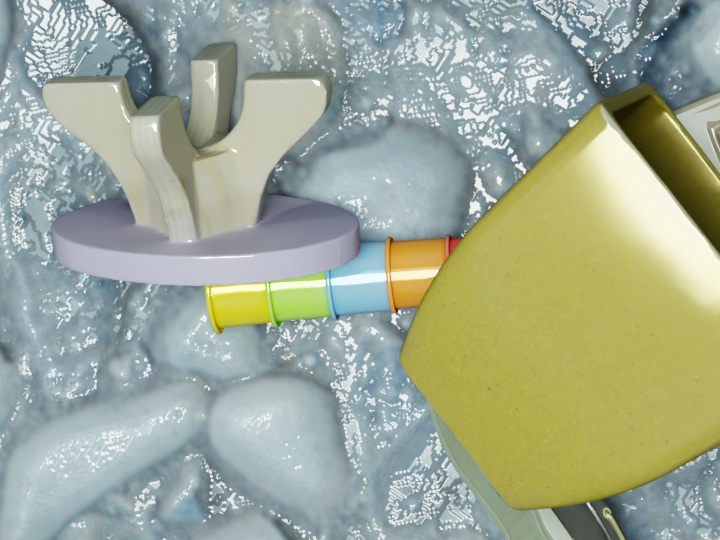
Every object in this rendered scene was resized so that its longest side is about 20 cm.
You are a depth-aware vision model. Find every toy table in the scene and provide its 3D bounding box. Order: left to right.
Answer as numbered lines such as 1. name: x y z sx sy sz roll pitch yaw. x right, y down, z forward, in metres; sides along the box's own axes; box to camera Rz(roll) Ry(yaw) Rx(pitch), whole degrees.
1. toy table: -0.103 -0.067 1.380 0.199 0.184 0.118 -3 110 2

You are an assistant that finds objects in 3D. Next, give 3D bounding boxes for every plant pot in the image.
1. plant pot: 0.139 0.030 1.288 0.200 0.194 0.196 -38 87 17

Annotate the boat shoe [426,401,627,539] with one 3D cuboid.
1. boat shoe: 0.108 0.125 1.405 0.060 0.072 0.202 -19 75 -34

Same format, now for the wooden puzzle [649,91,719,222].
1. wooden puzzle: 0.242 -0.019 1.380 0.199 0.046 0.186 -22 90 10

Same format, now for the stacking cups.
1. stacking cups: 0.000 0.000 1.417 0.199 0.061 0.061 -7 92 7
